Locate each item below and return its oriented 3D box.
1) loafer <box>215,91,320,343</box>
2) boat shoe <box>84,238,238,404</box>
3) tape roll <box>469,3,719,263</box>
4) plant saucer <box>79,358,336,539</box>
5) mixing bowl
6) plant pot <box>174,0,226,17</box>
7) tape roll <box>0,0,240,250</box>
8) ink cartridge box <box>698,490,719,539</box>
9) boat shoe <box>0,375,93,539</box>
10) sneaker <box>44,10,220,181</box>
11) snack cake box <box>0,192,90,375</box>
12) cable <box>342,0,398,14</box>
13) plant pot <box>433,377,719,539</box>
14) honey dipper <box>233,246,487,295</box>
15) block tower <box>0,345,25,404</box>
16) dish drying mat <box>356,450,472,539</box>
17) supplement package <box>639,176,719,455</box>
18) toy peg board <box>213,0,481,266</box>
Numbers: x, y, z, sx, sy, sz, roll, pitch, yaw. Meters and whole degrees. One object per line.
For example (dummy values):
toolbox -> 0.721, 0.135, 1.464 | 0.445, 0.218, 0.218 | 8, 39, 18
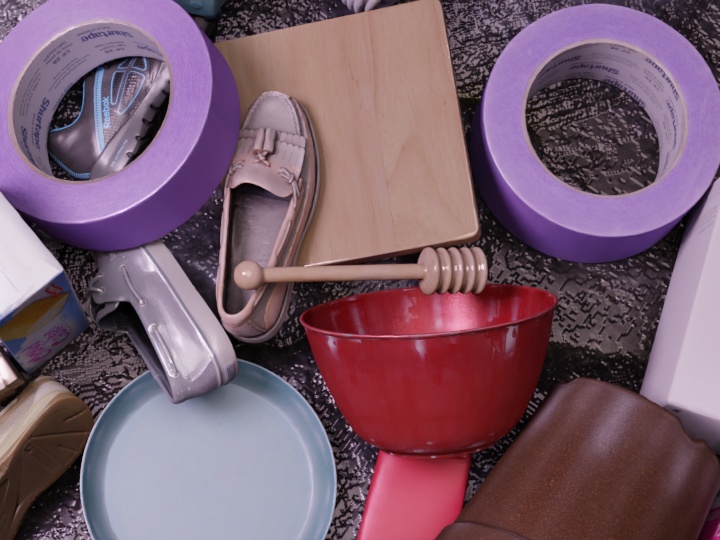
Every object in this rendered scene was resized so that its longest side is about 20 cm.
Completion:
loafer -> -0.075, -0.046, 1.316 | 0.072, 0.063, 0.201 | 5, 80, 13
boat shoe -> -0.177, 0.021, 1.332 | 0.071, 0.070, 0.201 | -29, 64, -25
tape roll -> 0.194, -0.112, 1.409 | 0.199, 0.085, 0.201 | 1, 75, -5
plant saucer -> -0.119, 0.167, 1.336 | 0.199, 0.027, 0.201 | 2, 76, -9
mixing bowl -> 0.057, 0.080, 1.310 | 0.199, 0.200, 0.109 | -7, 99, -6
plant pot -> -0.138, -0.316, 1.382 | 0.141, 0.141, 0.201 | 11, 61, -2
tape roll -> -0.197, -0.120, 1.322 | 0.199, 0.066, 0.201 | -6, 71, 16
ink cartridge box -> 0.293, 0.221, 1.271 | 0.075, 0.200, 0.165 | 28, 75, 2
boat shoe -> -0.294, 0.166, 1.315 | 0.201, 0.073, 0.063 | -49, 40, -10
sneaker -> -0.183, -0.159, 1.397 | 0.082, 0.073, 0.200 | 28, 73, 8
snack cake box -> -0.271, -0.001, 1.283 | 0.067, 0.200, 0.115 | -39, 81, -11
cable -> 0.052, -0.293, 1.387 | 0.069, 0.200, 0.200 | 46, 54, 2
plant pot -> 0.163, 0.202, 1.280 | 0.200, 0.200, 0.198 | 33, 67, 4
honey dipper -> 0.000, 0.000, 1.298 | 0.199, 0.038, 0.038 | 0, 75, -21
block tower -> -0.355, 0.124, 1.311 | 0.200, 0.054, 0.058 | -35, 83, -6
dish drying mat -> 0.031, 0.234, 1.342 | 0.077, 0.018, 0.201 | 15, 76, -2
supplement package -> 0.309, 0.041, 1.360 | 0.121, 0.120, 0.201 | 19, 75, -1
toy peg board -> -0.010, -0.095, 1.397 | 0.198, 0.098, 0.201 | -11, 76, 9
